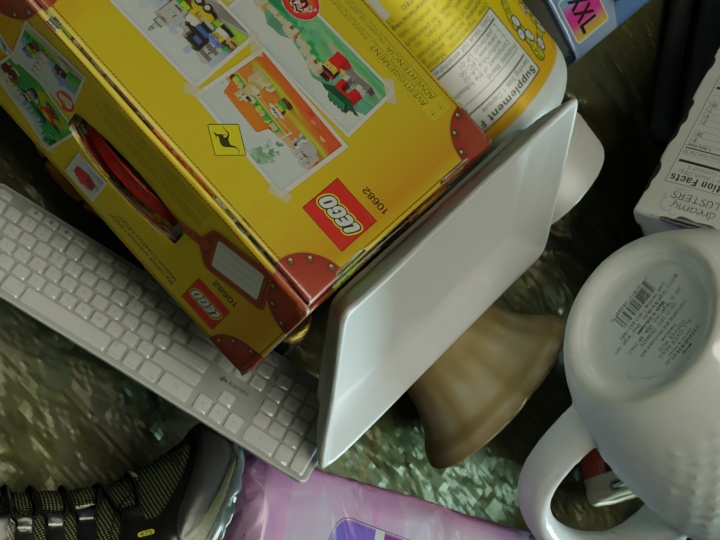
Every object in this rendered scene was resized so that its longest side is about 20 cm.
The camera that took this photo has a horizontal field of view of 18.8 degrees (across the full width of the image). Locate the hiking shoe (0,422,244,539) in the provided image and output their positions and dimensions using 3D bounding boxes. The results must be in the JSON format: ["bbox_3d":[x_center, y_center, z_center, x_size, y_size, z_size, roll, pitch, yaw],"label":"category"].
[{"bbox_3d":[-0.142,0.127,0.995,0.200,0.076,0.101,-42,103,-15],"label":"hiking shoe"}]

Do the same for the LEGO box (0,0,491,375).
[{"bbox_3d":[-0.061,-0.079,1.004,0.200,0.077,0.149,48,52,1],"label":"LEGO box"}]

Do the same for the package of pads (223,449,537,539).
[{"bbox_3d":[-0.005,0.170,1.099,0.199,0.076,0.121,21,74,-32],"label":"package of pads"}]

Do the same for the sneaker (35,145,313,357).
[{"bbox_3d":[-0.086,-0.038,1.060,0.078,0.077,0.200,-43,108,-27],"label":"sneaker"}]

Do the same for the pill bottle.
[{"bbox_3d":[0.037,-0.110,1.127,0.200,0.113,0.113,48,62,-21],"label":"pill bottle"}]

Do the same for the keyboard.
[{"bbox_3d":[-0.100,0.029,1.025,0.200,0.011,0.056,32,45,0],"label":"keyboard"}]

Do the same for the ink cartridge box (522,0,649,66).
[{"bbox_3d":[0.131,-0.219,1.226,0.200,0.076,0.137,-41,109,-32],"label":"ink cartridge box"}]

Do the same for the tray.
[{"bbox_3d":[0.037,0.000,1.041,0.200,0.022,0.108,-42,154,-39],"label":"tray"}]

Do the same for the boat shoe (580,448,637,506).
[{"bbox_3d":[0.217,0.101,1.237,0.199,0.071,0.063,0,67,-15],"label":"boat shoe"}]

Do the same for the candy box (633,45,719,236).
[{"bbox_3d":[0.241,-0.058,1.244,0.200,0.071,0.168,-60,150,-22],"label":"candy box"}]

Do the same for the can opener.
[{"bbox_3d":[0.220,-0.167,1.294,0.066,0.053,0.201,24,74,-32],"label":"can opener"}]

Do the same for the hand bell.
[{"bbox_3d":[0.000,0.000,1.127,0.200,0.104,0.104,41,64,-10],"label":"hand bell"}]

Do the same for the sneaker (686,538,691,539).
[{"bbox_3d":[0.173,0.181,1.236,0.200,0.070,0.090,-23,84,-34],"label":"sneaker"}]

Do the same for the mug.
[{"bbox_3d":[0.168,0.076,1.093,0.200,0.148,0.175,-42,134,15],"label":"mug"}]
